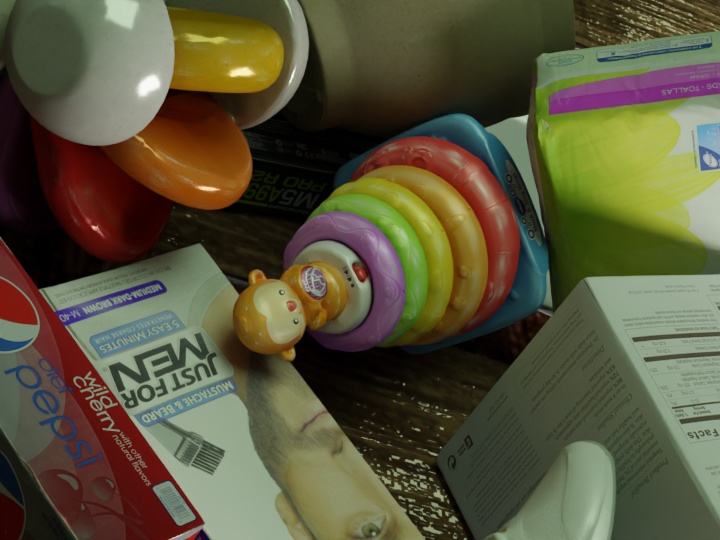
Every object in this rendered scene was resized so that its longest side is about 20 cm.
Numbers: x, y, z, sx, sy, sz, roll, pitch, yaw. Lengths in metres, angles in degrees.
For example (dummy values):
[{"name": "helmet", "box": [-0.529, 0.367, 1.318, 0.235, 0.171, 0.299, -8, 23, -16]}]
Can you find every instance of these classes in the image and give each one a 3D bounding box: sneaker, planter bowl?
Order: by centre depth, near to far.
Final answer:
[{"name": "sneaker", "box": [0.051, 0.156, 0.832, 0.080, 0.071, 0.201, 29, 71, 5]}, {"name": "planter bowl", "box": [0.006, -0.154, 1.019, 0.134, 0.201, 0.201, -26, 65, -18]}]

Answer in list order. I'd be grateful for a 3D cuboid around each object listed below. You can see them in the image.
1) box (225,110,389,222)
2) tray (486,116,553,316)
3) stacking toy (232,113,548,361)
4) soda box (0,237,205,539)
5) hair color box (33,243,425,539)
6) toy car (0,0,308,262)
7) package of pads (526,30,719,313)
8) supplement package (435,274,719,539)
[{"name": "box", "box": [-0.083, -0.107, 1.071, 0.198, 0.044, 0.161, 9, 45, -30]}, {"name": "tray", "box": [0.103, -0.043, 1.159, 0.107, 0.022, 0.201, 24, 40, -16]}, {"name": "stacking toy", "box": [0.000, 0.000, 0.932, 0.199, 0.109, 0.117, -23, 91, -55]}, {"name": "soda box", "box": [-0.157, 0.062, 0.825, 0.063, 0.070, 0.201, -18, 63, -44]}, {"name": "hair color box", "box": [-0.068, 0.089, 0.870, 0.109, 0.065, 0.201, -19, 65, -46]}, {"name": "toy car", "box": [-0.132, -0.084, 0.892, 0.199, 0.151, 0.175, 19, 17, 27]}, {"name": "package of pads", "box": [0.170, -0.032, 0.995, 0.153, 0.201, 0.069, -7, 43, 10]}, {"name": "supplement package", "box": [0.168, 0.127, 0.931, 0.150, 0.152, 0.201, -1, 51, -37]}]
